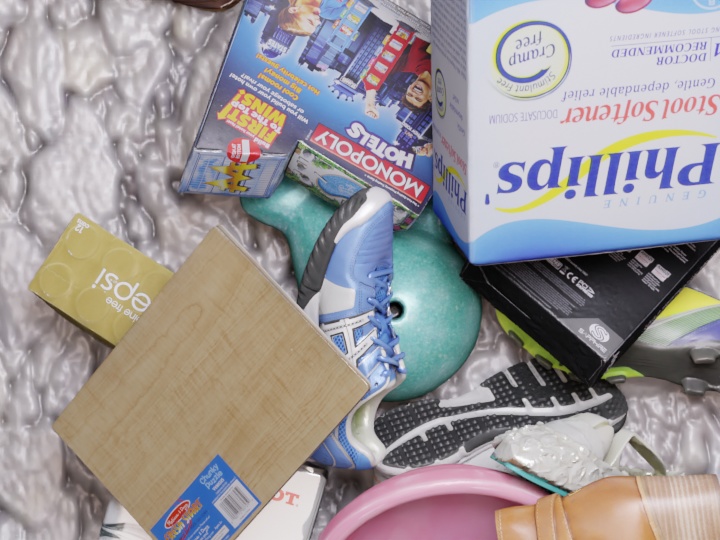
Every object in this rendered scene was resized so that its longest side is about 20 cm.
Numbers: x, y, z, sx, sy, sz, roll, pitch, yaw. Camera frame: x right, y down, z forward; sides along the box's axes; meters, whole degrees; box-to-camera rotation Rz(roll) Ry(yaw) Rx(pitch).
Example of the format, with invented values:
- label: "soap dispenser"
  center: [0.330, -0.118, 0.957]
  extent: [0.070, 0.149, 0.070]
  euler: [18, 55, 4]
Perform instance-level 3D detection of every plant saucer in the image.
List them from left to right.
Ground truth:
- label: "plant saucer"
  center: [0.060, 0.207, 1.379]
  extent: [0.199, 0.051, 0.201]
  euler: [-3, 127, -4]

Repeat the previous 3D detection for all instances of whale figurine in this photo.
- label: "whale figurine"
  center: [0.000, 0.000, 1.397]
  extent: [0.159, 0.104, 0.200]
  euler: [-37, 90, -1]

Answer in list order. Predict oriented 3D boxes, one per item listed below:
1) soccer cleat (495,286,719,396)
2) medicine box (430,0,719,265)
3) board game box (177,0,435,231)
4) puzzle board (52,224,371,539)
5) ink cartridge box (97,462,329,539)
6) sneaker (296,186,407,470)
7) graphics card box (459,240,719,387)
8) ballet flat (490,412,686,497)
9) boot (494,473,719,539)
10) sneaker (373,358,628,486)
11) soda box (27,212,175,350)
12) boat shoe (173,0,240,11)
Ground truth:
- label: "soccer cleat"
  center: [0.195, 0.039, 1.420]
  extent: [0.199, 0.084, 0.065]
  euler: [12, 130, -1]
- label: "medicine box"
  center: [0.144, -0.120, 1.275]
  extent: [0.181, 0.103, 0.201]
  euler: [-6, 113, -10]
- label: "board game box"
  center: [-0.031, -0.110, 1.376]
  extent: [0.199, 0.062, 0.200]
  euler: [32, 58, 2]
- label: "puzzle board"
  center: [-0.102, 0.091, 1.320]
  extent: [0.151, 0.017, 0.200]
  euler: [46, 113, 11]
- label: "ink cartridge box"
  center: [-0.117, 0.216, 1.401]
  extent: [0.146, 0.083, 0.201]
  euler: [17, 89, 1]
- label: "sneaker"
  center: [-0.001, 0.041, 1.314]
  extent: [0.077, 0.076, 0.201]
  euler: [21, 113, 22]
- label: "graphics card box"
  center: [0.179, -0.028, 1.380]
  extent: [0.125, 0.051, 0.200]
  euler: [40, 63, 11]
- label: "ballet flat"
  center: [0.164, 0.135, 1.373]
  extent: [0.072, 0.200, 0.072]
  euler: [-20, 56, 34]
- label: "boot"
  center: [0.174, 0.236, 1.303]
  extent: [0.154, 0.074, 0.201]
  euler: [-10, 87, 7]
- label: "sneaker"
  center: [0.097, 0.123, 1.421]
  extent: [0.199, 0.080, 0.074]
  euler: [-13, 45, -12]
- label: "soda box"
  center: [-0.134, 0.043, 1.393]
  extent: [0.200, 0.064, 0.068]
  euler: [31, 82, 14]
- label: "boat shoe"
  center: [-0.177, -0.241, 1.423]
  extent: [0.199, 0.070, 0.071]
  euler: [13, 89, 2]
